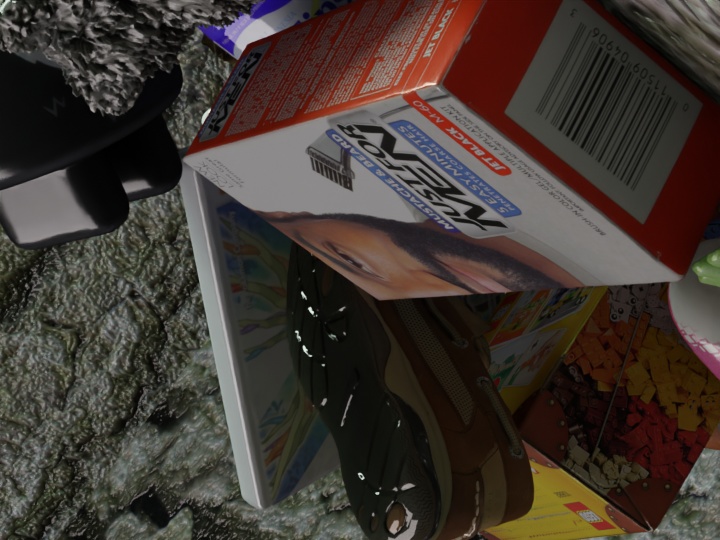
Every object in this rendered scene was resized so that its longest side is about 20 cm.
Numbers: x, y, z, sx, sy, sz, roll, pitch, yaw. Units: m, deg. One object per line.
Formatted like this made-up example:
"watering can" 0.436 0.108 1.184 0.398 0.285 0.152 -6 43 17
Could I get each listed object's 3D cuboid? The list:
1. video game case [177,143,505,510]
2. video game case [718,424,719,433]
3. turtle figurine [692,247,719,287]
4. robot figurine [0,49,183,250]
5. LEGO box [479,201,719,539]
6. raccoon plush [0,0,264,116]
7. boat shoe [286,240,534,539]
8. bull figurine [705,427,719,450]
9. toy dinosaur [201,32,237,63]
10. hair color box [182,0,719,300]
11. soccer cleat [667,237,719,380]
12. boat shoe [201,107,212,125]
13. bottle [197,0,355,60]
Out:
"video game case" 0.000 0.000 0.877 0.022 0.182 0.200 24 131 46
"video game case" 0.213 0.132 0.807 0.143 0.019 0.200 107 149 -79
"turtle figurine" 0.158 0.083 0.552 0.144 0.200 0.194 -19 -105 -48
"robot figurine" -0.153 -0.112 0.750 0.150 0.125 0.200 -111 -2 -74
"LEGO box" 0.110 0.052 0.837 0.077 0.149 0.200 37 163 -6
"raccoon plush" -0.064 -0.108 0.594 0.097 0.134 0.200 37 -178 -21
"boat shoe" 0.019 0.040 0.751 0.074 0.076 0.200 2 -136 -23
"bull figurine" 0.160 0.056 1.071 0.200 0.065 0.121 27 -169 2
"toy dinosaur" 0.012 -0.086 0.811 0.200 0.101 0.058 36 -177 -21
"hair color box" 0.029 -0.044 0.618 0.111 0.064 0.200 35 163 -22
"soccer cleat" 0.222 0.047 0.705 0.200 0.070 0.086 35 166 -7
"boat shoe" -0.016 -0.107 1.073 0.086 0.202 0.075 58 145 15
"bottle" -0.032 -0.126 0.718 0.200 0.084 0.065 37 -142 -14
